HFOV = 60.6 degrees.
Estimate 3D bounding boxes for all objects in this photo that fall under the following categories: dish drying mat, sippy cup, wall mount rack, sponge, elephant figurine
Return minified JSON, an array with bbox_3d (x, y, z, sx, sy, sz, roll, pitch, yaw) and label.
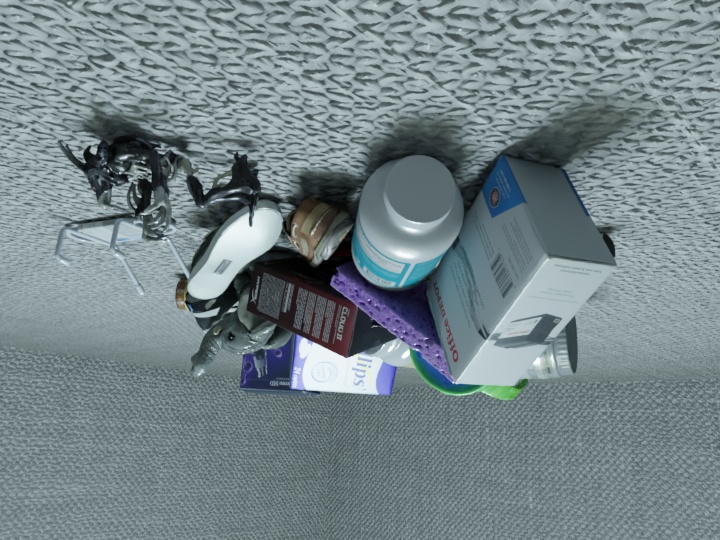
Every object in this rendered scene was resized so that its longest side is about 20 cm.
[{"bbox_3d":[0.018,-0.037,0.866,0.198,0.018,0.077,-7,-172,32],"label":"dish drying mat"},{"bbox_3d":[0.153,0.094,0.866,0.138,0.181,0.130,-12,176,29],"label":"sippy cup"},{"bbox_3d":[-0.342,-0.022,0.920,0.197,0.076,0.173,-4,163,27],"label":"wall mount rack"},{"bbox_3d":[0.068,0.050,0.772,0.199,0.030,0.111,37,-148,22],"label":"sponge"},{"bbox_3d":[-0.168,0.072,0.988,0.154,0.203,0.140,-12,158,43],"label":"elephant figurine"}]

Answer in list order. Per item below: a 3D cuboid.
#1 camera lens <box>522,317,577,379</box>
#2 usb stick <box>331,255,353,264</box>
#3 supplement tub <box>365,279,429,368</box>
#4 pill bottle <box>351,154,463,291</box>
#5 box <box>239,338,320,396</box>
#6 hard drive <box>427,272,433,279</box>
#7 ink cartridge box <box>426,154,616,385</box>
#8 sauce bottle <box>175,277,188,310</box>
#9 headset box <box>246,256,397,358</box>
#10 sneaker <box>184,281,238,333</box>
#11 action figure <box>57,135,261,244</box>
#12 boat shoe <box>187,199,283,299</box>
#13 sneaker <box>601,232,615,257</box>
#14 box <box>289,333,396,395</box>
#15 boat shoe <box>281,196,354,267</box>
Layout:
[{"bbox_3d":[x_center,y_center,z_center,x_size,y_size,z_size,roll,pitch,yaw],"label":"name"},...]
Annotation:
[{"bbox_3d":[0.298,0.123,1.166,0.197,0.163,0.160,-5,163,26],"label":"camera lens"},{"bbox_3d":[0.000,0.000,0.964,0.033,0.056,0.199,-37,-165,-34],"label":"usb stick"},{"bbox_3d":[0.104,0.088,1.005,0.198,0.147,0.144,12,162,-28],"label":"supplement tub"},{"bbox_3d":[0.049,-0.051,0.677,0.109,0.113,0.200,4,165,-4],"label":"pill bottle"},{"bbox_3d":[-0.159,0.158,1.295,0.146,0.203,0.104,-2,164,16],"label":"box"},{"bbox_3d":[0.158,-0.011,0.962,0.131,0.026,0.199,16,160,-39],"label":"hard drive"},{"bbox_3d":[0.157,0.006,0.656,0.083,0.146,0.201,7,135,-19],"label":"ink cartridge box"},{"bbox_3d":[-0.249,0.050,1.177,0.197,0.067,0.066,4,165,2],"label":"sauce bottle"},{"bbox_3d":[-0.035,0.046,0.865,0.198,0.078,0.148,20,-164,30],"label":"headset box"},{"bbox_3d":[-0.229,0.030,1.095,0.198,0.073,0.112,-30,110,14],"label":"sneaker"},{"bbox_3d":[-0.205,-0.082,0.636,0.197,0.104,0.119,5,176,-15],"label":"action figure"},{"bbox_3d":[-0.176,-0.040,0.829,0.070,0.064,0.199,22,133,-37],"label":"boat shoe"},{"bbox_3d":[0.247,0.003,0.861,0.197,0.076,0.087,-11,166,8],"label":"sneaker"},{"bbox_3d":[-0.027,0.123,1.145,0.197,0.105,0.186,4,120,-8],"label":"box"},{"bbox_3d":[-0.059,-0.055,0.783,0.071,0.076,0.200,36,168,-6],"label":"boat shoe"}]
